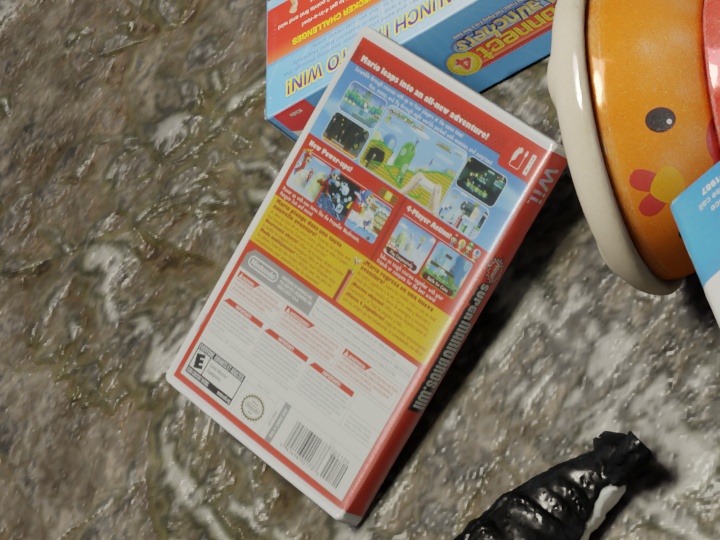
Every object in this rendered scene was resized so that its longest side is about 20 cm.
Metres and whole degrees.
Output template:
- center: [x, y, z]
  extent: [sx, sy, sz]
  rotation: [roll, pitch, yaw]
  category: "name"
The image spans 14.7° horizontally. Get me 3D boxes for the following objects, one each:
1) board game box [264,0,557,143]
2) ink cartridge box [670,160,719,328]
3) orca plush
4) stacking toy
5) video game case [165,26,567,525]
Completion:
- center: [0.043, -0.178, 1.423]
  extent: [0.200, 0.056, 0.196]
  rotation: [-27, 46, 30]
  category: "board game box"
- center: [0.220, 0.017, 1.048]
  extent: [0.145, 0.084, 0.200]
  rotation: [-40, 45, 25]
  category: "ink cartridge box"
- center: [0.046, 0.142, 1.164]
  extent: [0.200, 0.071, 0.105]
  rotation: [-49, 38, 6]
  category: "orca plush"
- center: [0.189, -0.078, 1.160]
  extent: [0.200, 0.146, 0.146]
  rotation: [-13, 52, 21]
  category: "stacking toy"
- center: [0.000, 0.000, 1.319]
  extent: [0.143, 0.017, 0.200]
  rotation: [36, 99, 41]
  category: "video game case"
